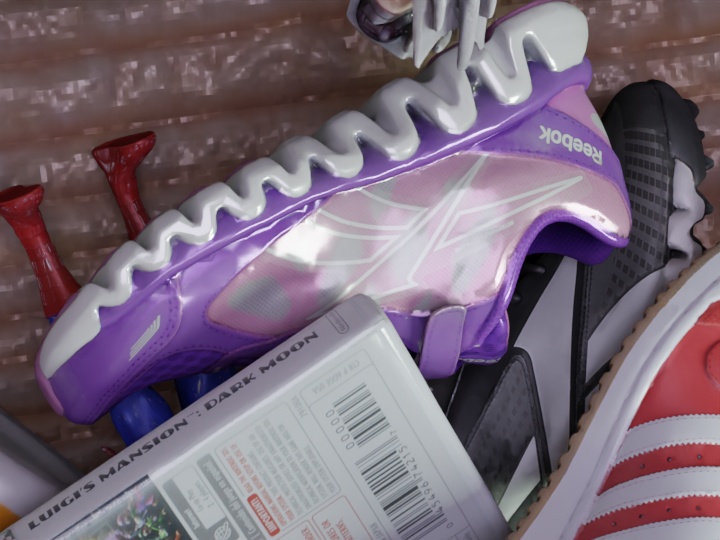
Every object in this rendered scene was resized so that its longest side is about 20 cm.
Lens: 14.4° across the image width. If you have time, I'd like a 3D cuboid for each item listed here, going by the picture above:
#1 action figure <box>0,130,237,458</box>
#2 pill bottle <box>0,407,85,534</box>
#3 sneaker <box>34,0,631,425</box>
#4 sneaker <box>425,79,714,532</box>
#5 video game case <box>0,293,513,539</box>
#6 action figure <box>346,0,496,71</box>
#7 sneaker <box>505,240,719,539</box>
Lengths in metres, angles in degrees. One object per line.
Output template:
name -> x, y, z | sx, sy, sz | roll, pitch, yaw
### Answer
action figure -> -0.052, 0.058, 0.906 | 0.065, 0.052, 0.200 | -28, 102, -24
pill bottle -> -0.170, 0.127, 0.864 | 0.112, 0.112, 0.200 | 36, 90, -10
sneaker -> 0.000, 0.000, 0.849 | 0.200, 0.080, 0.089 | -30, 89, -14
sneaker -> 0.052, 0.031, 0.911 | 0.090, 0.066, 0.201 | 14, 95, -12
video game case -> -0.029, 0.129, 0.852 | 0.182, 0.023, 0.200 | -34, 125, -5
action figure -> -0.009, -0.131, 0.823 | 0.069, 0.200, 0.130 | -7, 110, -44
sneaker -> 0.108, 0.084, 0.822 | 0.112, 0.071, 0.200 | 23, 66, 27
